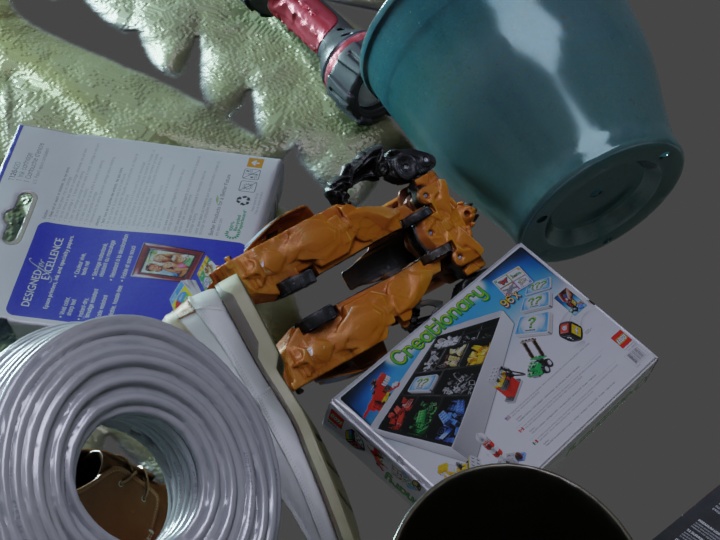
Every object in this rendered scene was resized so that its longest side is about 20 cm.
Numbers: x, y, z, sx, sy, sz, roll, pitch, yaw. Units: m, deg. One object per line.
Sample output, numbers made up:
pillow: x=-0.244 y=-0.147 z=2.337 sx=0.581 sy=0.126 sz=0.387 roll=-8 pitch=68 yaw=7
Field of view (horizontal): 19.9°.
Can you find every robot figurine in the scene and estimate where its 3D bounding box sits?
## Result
robot figurine: x=0.000 y=0.000 z=1.399 sx=0.200 sy=0.058 sz=0.145 roll=-28 pitch=89 yaw=-32

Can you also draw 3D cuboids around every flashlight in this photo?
flashlight: x=-0.039 y=-0.194 z=1.623 sx=0.068 sy=0.068 sz=0.200 roll=-28 pitch=52 yaw=-23

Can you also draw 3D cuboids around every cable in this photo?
cable: x=-0.139 y=0.124 z=1.164 sx=0.200 sy=0.069 sz=0.201 roll=-32 pitch=95 yaw=-38

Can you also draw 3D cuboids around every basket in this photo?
basket: x=0.076 y=0.234 z=1.081 sx=0.135 sy=0.201 sz=0.181 roll=-1 pitch=45 yaw=-3

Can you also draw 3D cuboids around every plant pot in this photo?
plant pot: x=0.128 y=-0.116 z=1.467 sx=0.199 sy=0.200 sz=0.188 roll=-19 pitch=62 yaw=-20

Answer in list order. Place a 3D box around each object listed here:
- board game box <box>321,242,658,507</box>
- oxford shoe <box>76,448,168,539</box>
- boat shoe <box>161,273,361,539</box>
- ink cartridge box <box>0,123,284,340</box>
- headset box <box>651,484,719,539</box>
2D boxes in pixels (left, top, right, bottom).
board game box: x=0.087 y=0.079 z=1.344 sx=0.126 sy=0.035 sz=0.200 roll=41 pitch=55 yaw=17
oxford shoe: x=-0.142 y=0.143 z=1.234 sx=0.199 sy=0.072 sz=0.071 roll=6 pitch=28 yaw=-31
boat shoe: x=-0.063 y=0.104 z=1.288 sx=0.068 sy=0.075 sz=0.201 roll=-27 pitch=71 yaw=-2
ink cartridge box: x=-0.169 y=-0.016 z=1.452 sx=0.199 sy=0.047 sz=0.198 roll=6 pitch=45 yaw=7
headset box: x=0.221 y=0.219 z=1.190 sx=0.200 sy=0.075 sz=0.148 roll=-32 pitch=52 yaw=-29
